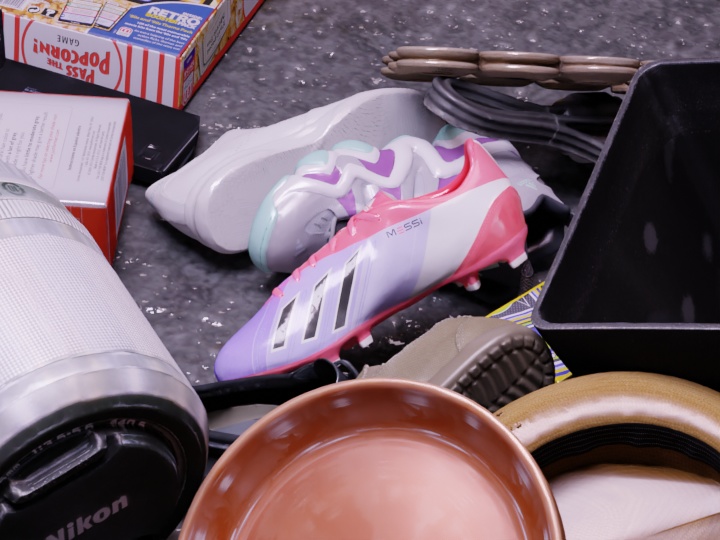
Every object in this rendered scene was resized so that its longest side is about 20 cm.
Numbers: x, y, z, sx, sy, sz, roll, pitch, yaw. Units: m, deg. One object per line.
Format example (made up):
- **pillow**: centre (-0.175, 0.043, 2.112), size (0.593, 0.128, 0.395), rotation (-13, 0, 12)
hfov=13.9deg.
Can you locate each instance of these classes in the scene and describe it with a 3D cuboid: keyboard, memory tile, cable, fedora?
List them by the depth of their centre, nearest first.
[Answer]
- **fedora**: centre (0.128, 0.147, 1.476), size (0.199, 0.082, 0.202), rotation (-4, 59, 8)
- **cable**: centre (0.118, -0.077, 1.797), size (0.199, 0.050, 0.097), rotation (-5, 45, -48)
- **memory tile**: centre (0.114, -0.122, 1.814), size (0.198, 0.017, 0.153), rotation (2, 1, -6)
- **keyboard**: centre (-0.206, -0.086, 1.825), size (0.199, 0.021, 0.127), rotation (16, 36, 15)

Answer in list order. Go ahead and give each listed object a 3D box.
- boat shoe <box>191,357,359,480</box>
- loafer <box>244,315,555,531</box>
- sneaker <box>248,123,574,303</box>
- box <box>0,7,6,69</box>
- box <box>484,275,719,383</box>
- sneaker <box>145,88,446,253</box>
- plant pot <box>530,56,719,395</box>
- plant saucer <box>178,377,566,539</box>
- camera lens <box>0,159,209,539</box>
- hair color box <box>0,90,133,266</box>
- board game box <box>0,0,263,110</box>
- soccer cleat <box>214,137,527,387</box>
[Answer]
- **boat shoe**: centre (-0.027, 0.079, 1.582), size (0.198, 0.066, 0.075), rotation (-3, 36, -13)
- **loafer**: centre (0.012, 0.095, 1.532), size (0.199, 0.076, 0.067), rotation (-34, 27, -9)
- **sneaker**: centre (0.045, -0.020, 1.722), size (0.199, 0.078, 0.140), rotation (-21, 43, -32)
- **box**: centre (-0.315, -0.096, 1.686), size (0.160, 0.049, 0.200), rotation (14, 44, 13)
- **box**: centre (0.147, 0.033, 1.677), size (0.070, 0.065, 0.199), rotation (32, 42, 31)
- **sneaker**: centre (-0.040, -0.070, 1.793), size (0.199, 0.076, 0.088), rotation (-19, 22, -35)
- **plant pot**: centre (0.235, 0.018, 1.564), size (0.198, 0.178, 0.201), rotation (0, 45, 32)
- **plant saucer**: centre (0.005, 0.152, 1.434), size (0.199, 0.032, 0.202), rotation (-6, 69, 16)
- **camera lens**: centre (-0.181, 0.059, 1.491), size (0.159, 0.161, 0.200), rotation (-15, 48, -27)
- **hair color box**: centre (-0.238, -0.054, 1.721), size (0.198, 0.062, 0.102), rotation (4, 42, 3)
- **board game box**: centre (-0.152, -0.187, 1.948), size (0.151, 0.047, 0.200), rotation (15, 37, 13)
- **soccer cleat**: centre (0.000, 0.000, 1.646), size (0.199, 0.077, 0.067), rotation (-27, 7, -9)
